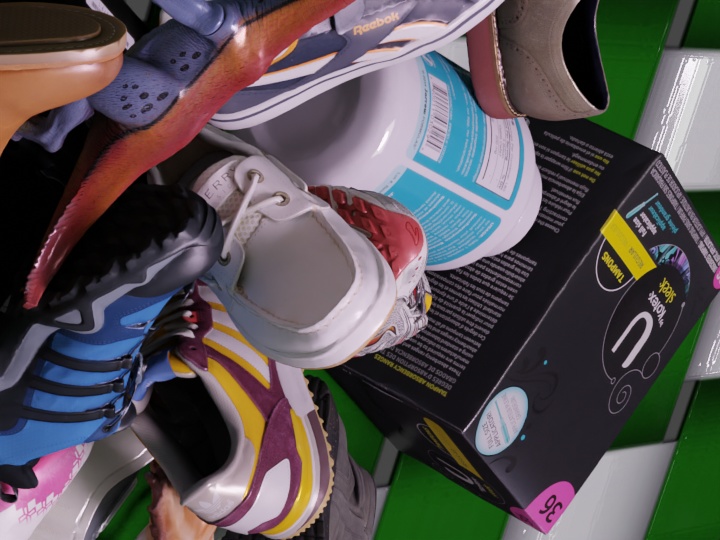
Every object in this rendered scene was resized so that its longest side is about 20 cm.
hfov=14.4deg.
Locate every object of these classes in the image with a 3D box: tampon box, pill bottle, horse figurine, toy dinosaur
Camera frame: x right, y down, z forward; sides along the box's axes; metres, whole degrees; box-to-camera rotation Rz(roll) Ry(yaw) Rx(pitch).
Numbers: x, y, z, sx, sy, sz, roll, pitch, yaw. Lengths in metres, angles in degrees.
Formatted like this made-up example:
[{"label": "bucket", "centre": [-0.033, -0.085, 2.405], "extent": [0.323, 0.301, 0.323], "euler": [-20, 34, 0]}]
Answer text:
[{"label": "tampon box", "centre": [0.096, 0.022, 1.665], "extent": [0.200, 0.126, 0.150], "euler": [-55, 144, -10]}, {"label": "pill bottle", "centre": [0.022, -0.064, 1.524], "extent": [0.200, 0.111, 0.111], "euler": [26, 92, -56]}, {"label": "horse figurine", "centre": [-0.099, 0.143, 1.494], "extent": [0.133, 0.050, 0.200], "euler": [-69, -178, -53]}, {"label": "toy dinosaur", "centre": [-0.062, -0.092, 1.250], "extent": [0.105, 0.181, 0.200], "euler": [-21, 106, -66]}]

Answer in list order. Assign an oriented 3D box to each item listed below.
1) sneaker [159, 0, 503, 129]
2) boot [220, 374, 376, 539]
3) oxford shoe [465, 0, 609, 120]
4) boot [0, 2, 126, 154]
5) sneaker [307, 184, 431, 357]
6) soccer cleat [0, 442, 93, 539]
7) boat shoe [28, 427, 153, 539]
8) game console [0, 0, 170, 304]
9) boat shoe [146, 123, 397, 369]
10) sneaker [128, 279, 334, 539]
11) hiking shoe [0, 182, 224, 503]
[{"label": "sneaker", "centre": [-0.005, -0.140, 1.381], "extent": [0.200, 0.078, 0.079], "euler": [-30, 150, 4]}, {"label": "boot", "centre": [-0.027, 0.169, 1.601], "extent": [0.131, 0.068, 0.200], "euler": [63, 31, -48]}, {"label": "oxford shoe", "centre": [0.093, -0.171, 1.455], "extent": [0.070, 0.075, 0.200], "euler": [-42, 131, -46]}, {"label": "boot", "centre": [-0.179, -0.024, 1.215], "extent": [0.200, 0.077, 0.155], "euler": [-14, 110, 4]}, {"label": "sneaker", "centre": [0.000, 0.000, 1.442], "extent": [0.082, 0.200, 0.078], "euler": [-9, 82, -16]}, {"label": "soccer cleat", "centre": [-0.205, 0.142, 1.404], "extent": [0.200, 0.070, 0.086], "euler": [-38, 124, -18]}, {"label": "boat shoe", "centre": [-0.152, 0.102, 1.477], "extent": [0.200, 0.073, 0.062], "euler": [-62, -170, -13]}, {"label": "game console", "centre": [-0.179, -0.058, 1.349], "extent": [0.200, 0.116, 0.176], "euler": [50, 42, -54]}, {"label": "boat shoe", "centre": [-0.054, -0.019, 1.308], "extent": [0.071, 0.200, 0.069], "euler": [-45, 126, -5]}, {"label": "sneaker", "centre": [-0.082, 0.038, 1.399], "extent": [0.075, 0.200, 0.090], "euler": [-42, 145, 23]}, {"label": "hiking shoe", "centre": [-0.125, 0.030, 1.313], "extent": [0.087, 0.200, 0.074], "euler": [40, 36, -26]}]
